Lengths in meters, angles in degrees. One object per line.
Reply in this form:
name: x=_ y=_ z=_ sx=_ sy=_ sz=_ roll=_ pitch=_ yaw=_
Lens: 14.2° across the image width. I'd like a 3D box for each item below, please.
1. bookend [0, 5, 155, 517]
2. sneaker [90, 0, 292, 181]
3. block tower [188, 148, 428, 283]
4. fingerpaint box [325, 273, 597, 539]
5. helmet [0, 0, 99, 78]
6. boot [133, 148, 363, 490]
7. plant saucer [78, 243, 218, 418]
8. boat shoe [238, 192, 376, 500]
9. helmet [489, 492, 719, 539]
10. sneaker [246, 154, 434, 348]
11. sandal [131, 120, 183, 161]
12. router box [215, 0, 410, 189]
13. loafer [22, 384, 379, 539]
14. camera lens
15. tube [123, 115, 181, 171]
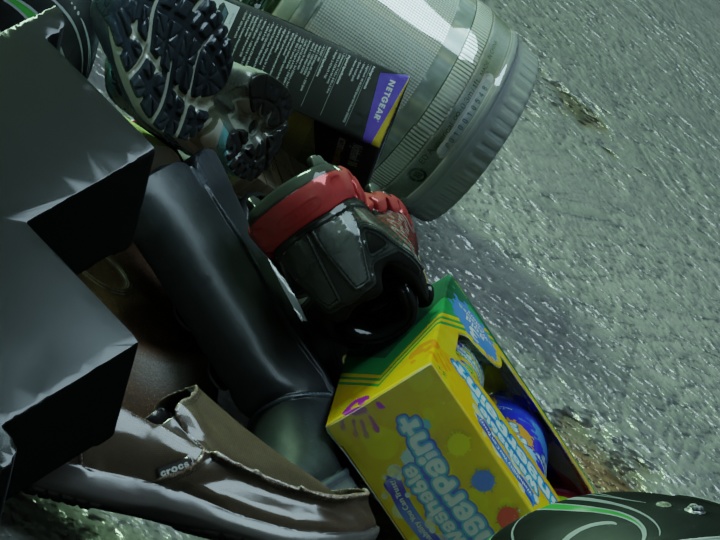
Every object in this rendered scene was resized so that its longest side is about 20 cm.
bookend: x=-0.163 y=0.004 z=1.359 sx=0.200 sy=0.092 sz=0.199 roll=-33 pitch=67 yaw=-34
sneaker: x=-0.115 y=-0.109 z=1.617 sx=0.086 sy=0.078 sz=0.200 roll=18 pitch=-15 yaw=26
block tower: x=-0.032 y=-0.021 z=1.792 sx=0.200 sy=0.054 sz=0.058 roll=34 pitch=26 yaw=-44
fingerpaint box: x=0.072 y=0.121 z=1.592 sx=0.200 sy=0.073 sz=0.167 roll=56 pitch=14 yaw=-10
helmet: x=-0.235 y=-0.151 z=1.602 sx=0.190 sy=0.201 sz=0.200 roll=4 pitch=36 yaw=-31
boot: x=-0.069 y=0.037 z=1.540 sx=0.201 sy=0.065 sz=0.165 roll=64 pitch=11 yaw=0
plant saucer: x=-0.152 y=0.011 z=1.596 sx=0.200 sy=0.037 sz=0.201 roll=35 pitch=20 yaw=-14
boat shoe: x=-0.025 y=0.046 z=1.684 sx=0.202 sy=0.063 sz=0.074 roll=54 pitch=25 yaw=11
helmet: x=0.126 y=0.200 z=1.414 sx=0.200 sy=0.201 sz=0.191 roll=34 pitch=-11 yaw=-13
sneaker: x=0.000 y=0.000 z=1.608 sx=0.098 sy=0.071 sz=0.200 roll=58 pitch=8 yaw=12
sandal: x=-0.120 y=-0.051 z=1.771 sx=0.200 sy=0.045 sz=0.075 roll=43 pitch=21 yaw=10
router box: x=-0.059 y=-0.103 z=1.794 sx=0.156 sy=0.052 sz=0.200 roll=23 pitch=-13 yaw=1
loafer: x=-0.079 y=0.092 z=1.406 sx=0.199 sy=0.071 sz=0.073 roll=16 pitch=-8 yaw=-20
camera lens: x=0.005 y=-0.148 z=2.040 sx=0.200 sy=0.160 sz=0.160 roll=34 pitch=20 yaw=-12
tube: x=-0.182 y=-0.091 z=1.713 sx=0.200 sy=0.052 sz=0.058 roll=36 pitch=-13 yaw=38
